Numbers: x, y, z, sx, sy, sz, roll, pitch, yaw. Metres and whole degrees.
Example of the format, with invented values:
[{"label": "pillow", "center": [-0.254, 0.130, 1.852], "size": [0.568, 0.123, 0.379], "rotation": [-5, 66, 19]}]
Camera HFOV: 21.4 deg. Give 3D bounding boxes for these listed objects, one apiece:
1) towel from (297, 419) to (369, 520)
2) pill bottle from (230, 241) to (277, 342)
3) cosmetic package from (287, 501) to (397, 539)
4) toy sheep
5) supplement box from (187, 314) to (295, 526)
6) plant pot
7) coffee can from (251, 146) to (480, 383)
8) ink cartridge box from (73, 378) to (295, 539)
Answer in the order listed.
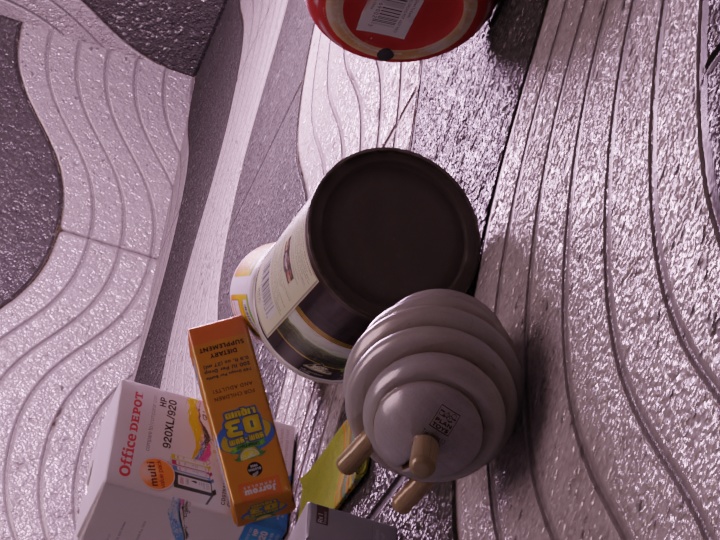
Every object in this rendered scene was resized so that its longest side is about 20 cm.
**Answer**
[{"label": "towel", "center": [-0.027, 0.192, 1.774], "size": [0.200, 0.018, 0.087], "rotation": [123, 161, -55]}, {"label": "pill bottle", "center": [-0.078, 0.025, 2.003], "size": [0.200, 0.110, 0.112], "rotation": [176, 110, -78]}, {"label": "cosmetic package", "center": [-0.041, 0.295, 1.540], "size": [0.107, 0.089, 0.201], "rotation": [-87, 20, -48]}, {"label": "toy sheep", "center": [0.048, 0.086, 1.301], "size": [0.201, 0.137, 0.139], "rotation": [-86, 17, -60]}, {"label": "supplement box", "center": [-0.122, 0.152, 1.934], "size": [0.069, 0.066, 0.202], "rotation": [95, 159, -66]}, {"label": "plant pot", "center": [0.039, -0.304, 1.730], "size": [0.201, 0.198, 0.184], "rotation": [121, 152, -50]}, {"label": "coffee can", "center": [0.000, 0.000, 1.594], "size": [0.200, 0.145, 0.148], "rotation": [134, 150, -66]}, {"label": "ink cartridge box", "center": [-0.187, 0.234, 2.008], "size": [0.148, 0.198, 0.145], "rotation": [-86, 17, -46]}]
